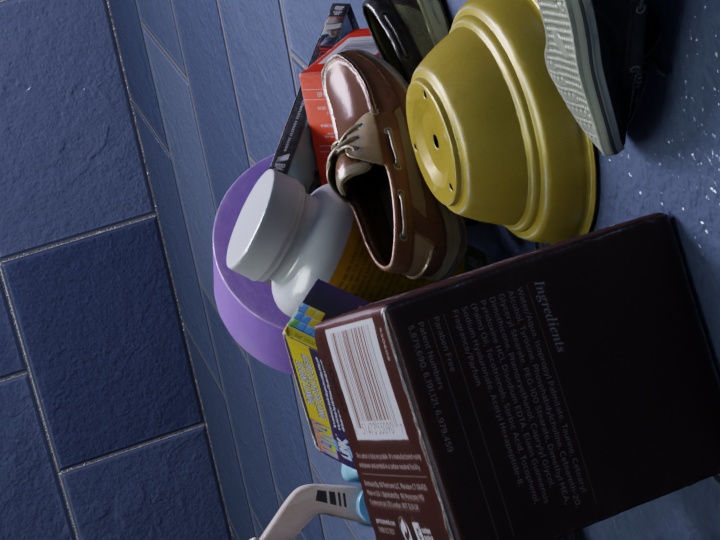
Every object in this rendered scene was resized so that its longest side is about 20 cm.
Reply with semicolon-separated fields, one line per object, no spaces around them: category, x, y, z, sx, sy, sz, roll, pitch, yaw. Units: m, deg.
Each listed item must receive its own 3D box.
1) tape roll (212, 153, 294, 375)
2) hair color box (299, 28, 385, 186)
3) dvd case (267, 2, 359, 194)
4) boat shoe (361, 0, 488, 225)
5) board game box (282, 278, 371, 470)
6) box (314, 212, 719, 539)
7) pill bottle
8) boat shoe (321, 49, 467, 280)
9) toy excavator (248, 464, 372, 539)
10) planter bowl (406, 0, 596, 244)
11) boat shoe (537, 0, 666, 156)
tape roll;-0.038;-0.009;1.524;0.085;0.198;0.202;96;153;-61
hair color box;0.014;-0.091;1.390;0.111;0.063;0.202;-47;-49;-54
dvd case;-0.023;-0.106;1.413;0.147;0.022;0.202;66;-147;-47
boat shoe;0.051;-0.127;1.300;0.072;0.065;0.203;133;121;-79
board game box;0.035;0.106;1.249;0.164;0.057;0.201;26;155;19
box;0.100;0.078;1.050;0.166;0.198;0.166;159;94;-73
pill bottle;0.000;0.000;1.298;0.113;0.198;0.113;-55;19;30
boat shoe;0.012;-0.083;1.238;0.076;0.071;0.202;-52;54;43
toy excavator;0.002;0.204;1.525;0.100;0.197;0.197;130;150;-75
planter bowl;0.085;-0.101;1.165;0.200;0.082;0.203;163;90;-77
boat shoe;0.142;-0.131;0.952;0.075;0.062;0.200;59;177;30
